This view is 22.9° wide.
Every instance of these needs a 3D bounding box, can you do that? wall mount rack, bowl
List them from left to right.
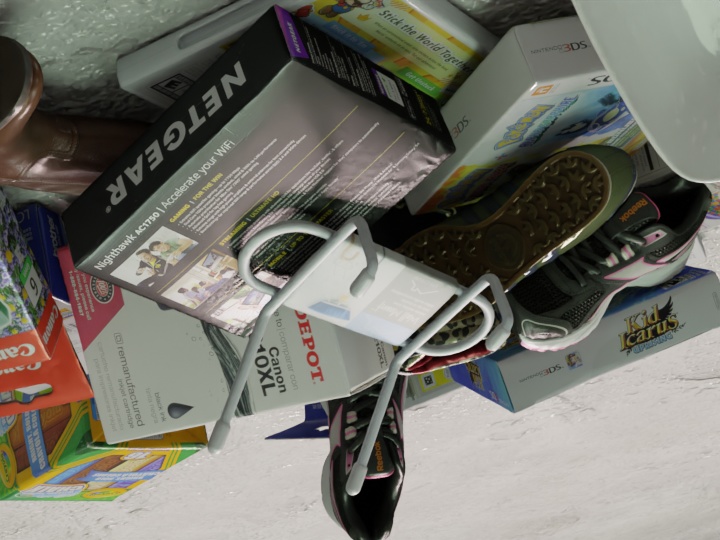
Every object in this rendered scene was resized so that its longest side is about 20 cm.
[{"bbox_3d":[-0.005,0.053,1.129,0.199,0.075,0.174,22,126,-35],"label":"wall mount rack"},{"bbox_3d":[0.227,-0.165,0.980,0.199,0.075,0.200,-20,120,27],"label":"bowl"}]

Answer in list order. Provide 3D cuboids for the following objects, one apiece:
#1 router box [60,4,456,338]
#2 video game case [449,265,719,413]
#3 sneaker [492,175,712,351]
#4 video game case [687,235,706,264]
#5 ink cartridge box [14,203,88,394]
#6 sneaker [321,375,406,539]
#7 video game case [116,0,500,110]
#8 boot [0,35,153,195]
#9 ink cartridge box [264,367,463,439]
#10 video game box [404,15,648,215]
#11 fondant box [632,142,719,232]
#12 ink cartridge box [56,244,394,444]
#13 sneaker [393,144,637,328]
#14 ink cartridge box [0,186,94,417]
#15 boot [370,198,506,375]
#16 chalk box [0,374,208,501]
[{"bbox_3d":[-0.062,-0.054,1.088,0.200,0.051,0.149,-41,138,23],"label":"router box"},{"bbox_3d":[0.168,0.045,1.390,0.180,0.046,0.200,-23,-173,-8],"label":"video game case"},{"bbox_3d":[0.172,-0.020,1.259,0.199,0.080,0.087,-31,159,-36],"label":"sneaker"},{"bbox_3d":[0.199,-0.009,1.575,0.199,0.018,0.143,-17,159,13],"label":"video game case"},{"bbox_3d":[-0.251,0.021,1.318,0.136,0.077,0.200,-20,160,19],"label":"ink cartridge box"},{"bbox_3d":[0.009,0.129,1.431,0.080,0.202,0.086,-9,-161,-10],"label":"sneaker"},{"bbox_3d":[-0.022,-0.128,1.118,0.181,0.023,0.200,-21,157,26],"label":"video game case"},{"bbox_3d":[-0.161,-0.085,1.090,0.199,0.065,0.186,7,167,-33],"label":"boot"},{"bbox_3d":[0.029,0.101,1.613,0.199,0.047,0.197,-17,-179,-25],"label":"ink cartridge box"},{"bbox_3d":[0.139,-0.110,1.183,0.181,0.047,0.200,-11,162,-26],"label":"video game box"},{"bbox_3d":[0.243,-0.076,1.356,0.199,0.059,0.144,-21,158,27],"label":"fondant box"},{"bbox_3d":[-0.094,0.027,1.243,0.199,0.146,0.084,-13,-176,24],"label":"ink cartridge box"},{"bbox_3d":[0.106,-0.025,1.201,0.200,0.067,0.090,-33,175,34],"label":"sneaker"},{"bbox_3d":[-0.267,0.032,1.211,0.108,0.050,0.201,-13,122,12],"label":"ink cartridge box"},{"bbox_3d":[0.001,-0.001,1.280,0.202,0.155,0.074,-11,161,0],"label":"boot"},{"bbox_3d":[-0.244,0.126,1.540,0.123,0.126,0.200,7,152,-41],"label":"chalk box"}]
